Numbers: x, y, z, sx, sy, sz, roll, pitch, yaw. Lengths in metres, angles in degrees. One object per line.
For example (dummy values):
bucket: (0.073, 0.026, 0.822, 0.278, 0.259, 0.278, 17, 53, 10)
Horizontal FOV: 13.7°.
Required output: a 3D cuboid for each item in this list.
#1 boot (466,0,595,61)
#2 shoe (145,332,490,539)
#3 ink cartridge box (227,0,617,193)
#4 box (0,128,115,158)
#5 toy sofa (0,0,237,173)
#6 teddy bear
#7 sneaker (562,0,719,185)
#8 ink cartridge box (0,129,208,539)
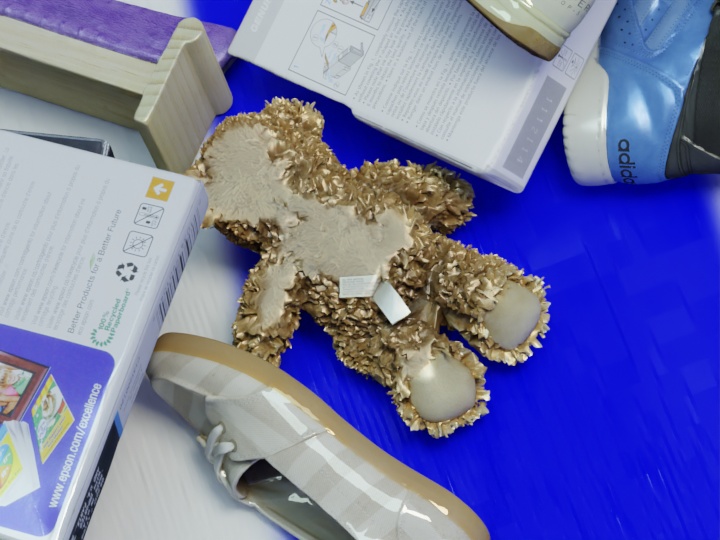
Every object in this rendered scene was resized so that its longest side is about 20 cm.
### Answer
boot: (0.076, -0.219, 1.460, 0.155, 0.072, 0.200, -47, 64, 11)
shoe: (-0.031, 0.096, 1.452, 0.200, 0.070, 0.053, 32, 65, 20)
ink cartridge box: (0.049, -0.163, 1.527, 0.176, 0.045, 0.200, 27, 90, 34)
box: (-0.226, 0.037, 1.485, 0.200, 0.123, 0.198, 7, 66, 11)
toy sofa: (-0.167, -0.126, 1.578, 0.200, 0.083, 0.098, 19, 70, 18)
teddy bear: (0.000, 0.000, 1.506, 0.200, 0.067, 0.145, 21, 79, 12)
sneaker: (0.167, -0.139, 1.527, 0.111, 0.077, 0.200, -1, 68, 16)
ink cartridge box: (-0.196, 0.023, 1.395, 0.200, 0.043, 0.198, 15, 67, 11)
